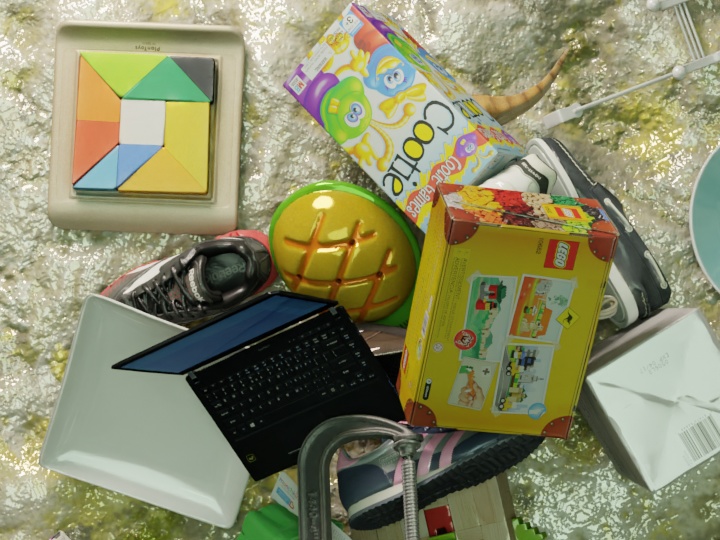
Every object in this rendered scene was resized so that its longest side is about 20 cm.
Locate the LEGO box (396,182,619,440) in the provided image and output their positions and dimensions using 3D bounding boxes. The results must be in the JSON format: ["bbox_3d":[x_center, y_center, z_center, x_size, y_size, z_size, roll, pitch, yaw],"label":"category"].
[{"bbox_3d":[0.123,0.037,1.551,0.148,0.077,0.202,6,114,-12],"label":"LEGO box"}]

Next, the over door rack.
[{"bbox_3d":[0.244,-0.236,1.699,0.199,0.067,0.149,-21,89,-11],"label":"over door rack"}]

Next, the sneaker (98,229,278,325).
[{"bbox_3d":[-0.172,0.019,1.696,0.199,0.098,0.071,-23,92,1],"label":"sneaker"}]

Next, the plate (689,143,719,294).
[{"bbox_3d":[0.414,-0.050,1.733,0.198,0.026,0.202,0,90,1],"label":"plate"}]

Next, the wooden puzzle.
[{"bbox_3d":[-0.206,-0.137,1.725,0.183,0.037,0.202,2,90,0],"label":"wooden puzzle"}]

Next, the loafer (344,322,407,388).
[{"bbox_3d":[0.071,0.097,1.651,0.198,0.071,0.074,2,115,10],"label":"loafer"}]

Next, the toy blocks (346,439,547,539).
[{"bbox_3d":[0.062,0.208,1.698,0.198,0.100,0.138,-15,82,15],"label":"toy blocks"}]

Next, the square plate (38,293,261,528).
[{"bbox_3d":[-0.186,0.131,1.696,0.198,0.028,0.199,19,115,-3],"label":"square plate"}]

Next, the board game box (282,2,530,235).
[{"bbox_3d":[0.044,-0.137,1.657,0.200,0.103,0.105,46,106,16],"label":"board game box"}]

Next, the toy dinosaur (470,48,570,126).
[{"bbox_3d":[0.117,-0.144,1.715,0.198,0.060,0.107,-11,88,0],"label":"toy dinosaur"}]

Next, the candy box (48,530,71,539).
[{"bbox_3d":[-0.267,0.368,1.712,0.200,0.061,0.136,44,90,1],"label":"candy box"}]

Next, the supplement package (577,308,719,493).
[{"bbox_3d":[0.270,0.114,1.644,0.121,0.200,0.120,-31,90,-1],"label":"supplement package"}]

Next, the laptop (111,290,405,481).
[{"bbox_3d":[-0.084,0.106,1.593,0.176,0.103,0.201,-24,110,23],"label":"laptop"}]

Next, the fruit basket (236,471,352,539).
[{"bbox_3d":[-0.036,0.314,1.656,0.199,0.093,0.186,36,120,27],"label":"fruit basket"}]

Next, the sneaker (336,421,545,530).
[{"bbox_3d":[0.068,0.161,1.633,0.199,0.070,0.082,-23,60,3],"label":"sneaker"}]

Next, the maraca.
[{"bbox_3d":[0.000,0.000,1.694,0.137,0.107,0.200,-32,111,27],"label":"maraca"}]

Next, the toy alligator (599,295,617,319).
[{"bbox_3d":[0.158,0.076,1.707,0.198,0.060,0.054,-18,129,17],"label":"toy alligator"}]

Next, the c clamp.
[{"bbox_3d":[0.023,0.219,1.581,0.169,0.027,0.202,-14,71,17],"label":"c clamp"}]

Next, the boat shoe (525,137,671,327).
[{"bbox_3d":[0.225,-0.044,1.713,0.060,0.076,0.201,-25,84,-19],"label":"boat shoe"}]

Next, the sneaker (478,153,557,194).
[{"bbox_3d":[0.145,-0.033,1.656,0.088,0.200,0.076,-41,72,-17],"label":"sneaker"}]
